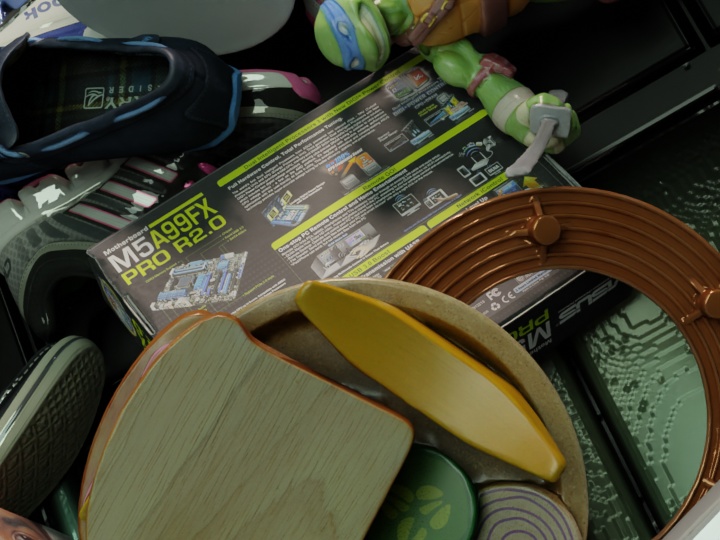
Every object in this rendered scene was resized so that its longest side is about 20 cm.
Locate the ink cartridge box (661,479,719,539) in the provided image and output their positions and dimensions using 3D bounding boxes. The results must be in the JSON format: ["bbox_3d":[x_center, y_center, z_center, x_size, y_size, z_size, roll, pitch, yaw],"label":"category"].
[{"bbox_3d":[0.143,0.189,0.763,0.145,0.085,0.200,44,93,8],"label":"ink cartridge box"}]

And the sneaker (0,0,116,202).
[{"bbox_3d":[-0.166,-0.078,1.004,0.115,0.081,0.200,34,86,30],"label":"sneaker"}]

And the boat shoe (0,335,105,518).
[{"bbox_3d":[-0.200,0.110,0.959,0.062,0.075,0.200,38,94,22],"label":"boat shoe"}]

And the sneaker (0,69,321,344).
[{"bbox_3d":[-0.097,-0.025,0.963,0.199,0.074,0.088,-29,64,17],"label":"sneaker"}]

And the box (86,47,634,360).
[{"bbox_3d":[0.000,0.000,0.886,0.200,0.044,0.160,-33,55,-14],"label":"box"}]

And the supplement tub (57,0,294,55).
[{"bbox_3d":[-0.082,-0.224,0.967,0.145,0.145,0.201,-5,61,21],"label":"supplement tub"}]

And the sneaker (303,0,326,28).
[{"bbox_3d":[0.041,-0.197,0.954,0.200,0.088,0.081,-47,62,2],"label":"sneaker"}]

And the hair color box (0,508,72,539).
[{"bbox_3d":[-0.118,0.196,0.874,0.200,0.111,0.064,41,90,28],"label":"hair color box"}]

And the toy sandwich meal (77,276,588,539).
[{"bbox_3d":[-0.009,0.092,0.765,0.204,0.070,0.206,0,93,6],"label":"toy sandwich meal"}]

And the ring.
[{"bbox_3d":[0.088,0.065,0.820,0.200,0.019,0.201,0,91,-10],"label":"ring"}]

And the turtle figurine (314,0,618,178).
[{"bbox_3d":[0.086,-0.133,0.854,0.194,0.200,0.144,-31,89,-18],"label":"turtle figurine"}]

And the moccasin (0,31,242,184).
[{"bbox_3d":[-0.155,-0.089,0.926,0.199,0.068,0.081,-9,74,22],"label":"moccasin"}]
